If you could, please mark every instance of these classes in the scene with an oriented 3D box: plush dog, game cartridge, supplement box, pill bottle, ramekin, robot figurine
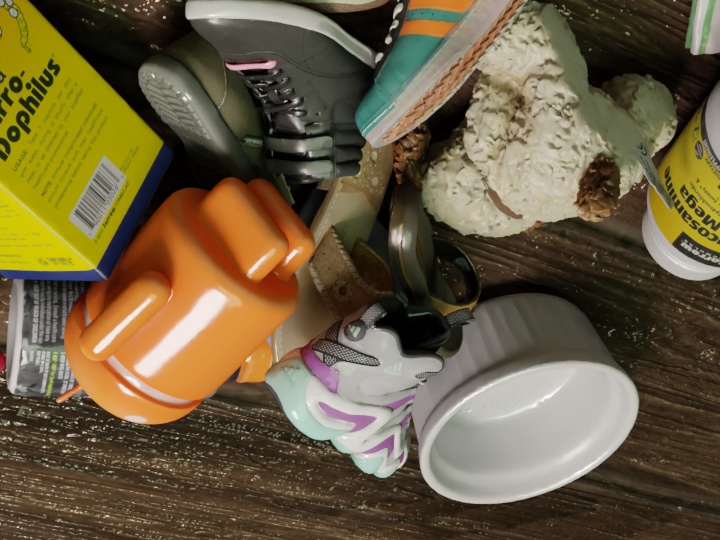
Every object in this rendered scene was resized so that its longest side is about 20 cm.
[{"bbox_3d":[0.120,-0.078,0.922,0.200,0.161,0.172,24,145,-33],"label":"plush dog"},{"bbox_3d":[-0.007,0.034,0.998,0.200,0.041,0.133,47,64,-41],"label":"game cartridge"},{"bbox_3d":[-0.235,-0.092,0.792,0.109,0.110,0.200,1,147,37],"label":"supplement box"},{"bbox_3d":[-0.169,0.048,0.969,0.200,0.106,0.106,5,131,-19],"label":"pill bottle"},{"bbox_3d":[0.287,-0.068,0.948,0.112,0.113,0.200,-7,159,-9],"label":"pill bottle"},{"bbox_3d":[0.137,0.112,1.111,0.200,0.098,0.201,-10,137,-9],"label":"ramekin"},{"bbox_3d":[-0.121,0.025,0.848,0.117,0.144,0.200,38,111,-23],"label":"robot figurine"}]

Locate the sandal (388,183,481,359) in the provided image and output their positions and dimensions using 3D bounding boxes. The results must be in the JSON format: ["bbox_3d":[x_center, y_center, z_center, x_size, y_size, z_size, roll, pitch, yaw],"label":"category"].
[{"bbox_3d":[0.063,0.003,0.952,0.054,0.082,0.200,-5,143,11],"label":"sandal"}]

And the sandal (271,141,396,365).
[{"bbox_3d":[-0.004,-0.001,0.917,0.078,0.070,0.212,14,91,-47],"label":"sandal"}]

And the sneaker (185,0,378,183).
[{"bbox_3d":[-0.047,-0.112,0.812,0.071,0.099,0.200,8,177,31],"label":"sneaker"}]

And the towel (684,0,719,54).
[{"bbox_3d":[0.341,-0.234,0.904,0.200,0.023,0.153,-10,133,-6],"label":"towel"}]

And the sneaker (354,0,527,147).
[{"bbox_3d":[0.052,-0.175,0.822,0.200,0.080,0.071,-51,170,4],"label":"sneaker"}]

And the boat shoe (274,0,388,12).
[{"bbox_3d":[-0.068,-0.211,0.782,0.202,0.075,0.075,0,118,-22],"label":"boat shoe"}]

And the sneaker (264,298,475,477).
[{"bbox_3d":[0.030,0.077,0.914,0.140,0.078,0.200,-40,154,6],"label":"sneaker"}]

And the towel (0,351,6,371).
[{"bbox_3d":[-0.371,0.039,0.895,0.200,0.023,0.145,24,164,-37],"label":"towel"}]

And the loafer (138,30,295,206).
[{"bbox_3d":[-0.084,-0.096,0.876,0.070,0.075,0.200,-53,152,-17],"label":"loafer"}]
